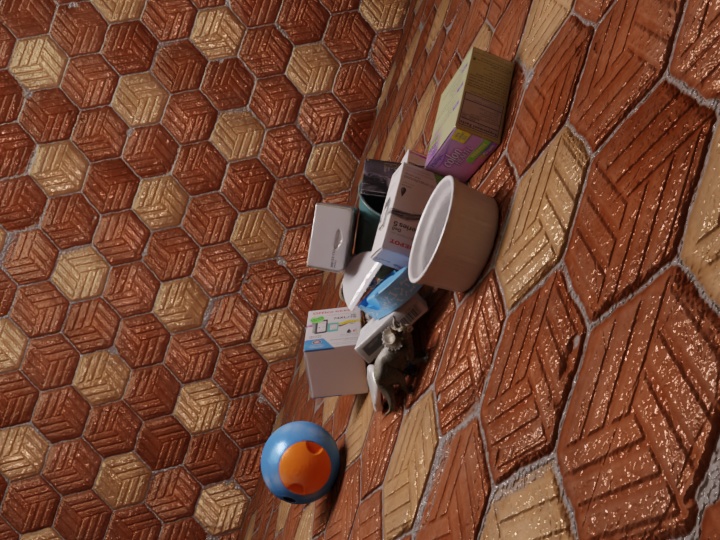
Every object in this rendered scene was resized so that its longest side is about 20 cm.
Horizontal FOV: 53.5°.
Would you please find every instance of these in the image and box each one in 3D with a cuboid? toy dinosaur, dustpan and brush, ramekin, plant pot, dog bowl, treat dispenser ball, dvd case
[{"bbox_3d":[0.068,0.180,1.379,0.077,0.102,0.201,-94,25,-69],"label":"toy dinosaur"},{"bbox_3d":[0.000,0.000,1.599,0.140,0.057,0.200,-57,33,12],"label":"dustpan and brush"},{"bbox_3d":[0.166,-0.059,1.271,0.200,0.097,0.202,-162,90,-81],"label":"ramekin"},{"bbox_3d":[0.073,-0.097,1.674,0.201,0.199,0.197,-82,6,-49],"label":"plant pot"},{"bbox_3d":[0.065,0.042,1.436,0.111,0.050,0.200,-45,3,-25],"label":"dog bowl"},{"bbox_3d":[-0.151,0.482,1.794,0.201,0.200,0.202,-162,90,-81],"label":"treat dispenser ball"},{"bbox_3d":[0.104,-0.204,1.627,0.149,0.199,0.016,-83,2,-54],"label":"dvd case"}]

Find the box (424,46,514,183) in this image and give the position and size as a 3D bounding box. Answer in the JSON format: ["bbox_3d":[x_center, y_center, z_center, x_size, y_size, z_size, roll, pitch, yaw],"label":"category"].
[{"bbox_3d":[0.220,-0.312,1.454,0.176,0.096,0.201,128,159,-65],"label":"box"}]

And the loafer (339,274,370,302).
[{"bbox_3d":[0.012,-0.006,1.821,0.201,0.075,0.068,-59,2,0],"label":"loafer"}]

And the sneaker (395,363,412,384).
[{"bbox_3d":[0.075,0.177,1.499,0.200,0.070,0.083,-89,3,-63],"label":"sneaker"}]

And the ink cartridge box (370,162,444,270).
[{"bbox_3d":[0.119,-0.101,1.487,0.084,0.145,0.201,137,149,-69],"label":"ink cartridge box"}]

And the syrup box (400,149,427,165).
[{"bbox_3d":[0.133,-0.207,1.829,0.079,0.081,0.201,122,164,-50],"label":"syrup box"}]

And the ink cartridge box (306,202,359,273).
[{"bbox_3d":[-0.060,-0.079,1.642,0.200,0.083,0.145,-54,-26,-83],"label":"ink cartridge box"}]

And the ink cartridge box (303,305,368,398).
[{"bbox_3d":[-0.059,0.205,1.828,0.200,0.146,0.147,-92,-5,-65],"label":"ink cartridge box"}]

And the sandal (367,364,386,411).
[{"bbox_3d":[0.044,0.244,1.503,0.203,0.050,0.083,88,169,-70],"label":"sandal"}]

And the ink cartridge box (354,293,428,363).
[{"bbox_3d":[0.065,0.104,1.487,0.163,0.057,0.200,-44,-2,7],"label":"ink cartridge box"}]

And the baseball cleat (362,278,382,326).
[{"bbox_3d":[0.056,0.092,1.811,0.200,0.069,0.107,113,157,-57],"label":"baseball cleat"}]
